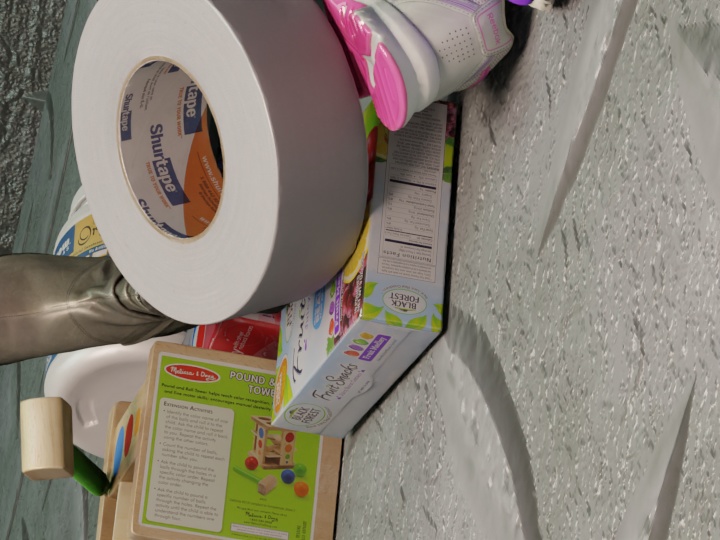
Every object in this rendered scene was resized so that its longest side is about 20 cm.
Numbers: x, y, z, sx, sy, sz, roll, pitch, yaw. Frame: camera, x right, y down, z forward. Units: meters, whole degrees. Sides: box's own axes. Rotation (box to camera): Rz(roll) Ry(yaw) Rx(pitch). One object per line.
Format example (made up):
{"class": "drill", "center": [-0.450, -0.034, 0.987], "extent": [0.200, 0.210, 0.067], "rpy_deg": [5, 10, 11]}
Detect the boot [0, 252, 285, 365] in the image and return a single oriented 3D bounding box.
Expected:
{"class": "boot", "center": [-0.153, 0.014, 1.684], "extent": [0.131, 0.200, 0.068], "rpy_deg": [-10, 87, 60]}

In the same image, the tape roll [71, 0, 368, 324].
{"class": "tape roll", "center": [-0.082, -0.073, 1.575], "extent": [0.200, 0.066, 0.201], "rpy_deg": [23, 119, 48]}

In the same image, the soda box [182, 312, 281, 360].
{"class": "soda box", "center": [-0.081, 0.062, 1.865], "extent": [0.200, 0.070, 0.064], "rpy_deg": [118, 159, -53]}

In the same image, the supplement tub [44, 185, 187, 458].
{"class": "supplement tub", "center": [-0.163, 0.030, 2.118], "extent": [0.145, 0.144, 0.200], "rpy_deg": [113, 162, -45]}

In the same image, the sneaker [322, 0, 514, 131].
{"class": "sneaker", "center": [0.032, -0.135, 1.527], "extent": [0.200, 0.088, 0.082], "rpy_deg": [-124, 15, -65]}

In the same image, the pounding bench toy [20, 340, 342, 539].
{"class": "pounding bench toy", "center": [-0.128, 0.129, 1.762], "extent": [0.156, 0.200, 0.125], "rpy_deg": [130, 147, -65]}

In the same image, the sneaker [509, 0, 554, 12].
{"class": "sneaker", "center": [0.049, -0.188, 1.452], "extent": [0.200, 0.099, 0.070], "rpy_deg": [-112, 32, -68]}

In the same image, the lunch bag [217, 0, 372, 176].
{"class": "lunch bag", "center": [-0.042, -0.132, 1.773], "extent": [0.200, 0.122, 0.171], "rpy_deg": [161, 117, -69]}

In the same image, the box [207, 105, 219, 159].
{"class": "box", "center": [-0.124, -0.133, 1.743], "extent": [0.159, 0.046, 0.200], "rpy_deg": [-127, 41, -61]}

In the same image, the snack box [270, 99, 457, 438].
{"class": "snack box", "center": [0.000, 0.000, 1.633], "extent": [0.200, 0.053, 0.143], "rpy_deg": [129, 150, -64]}
